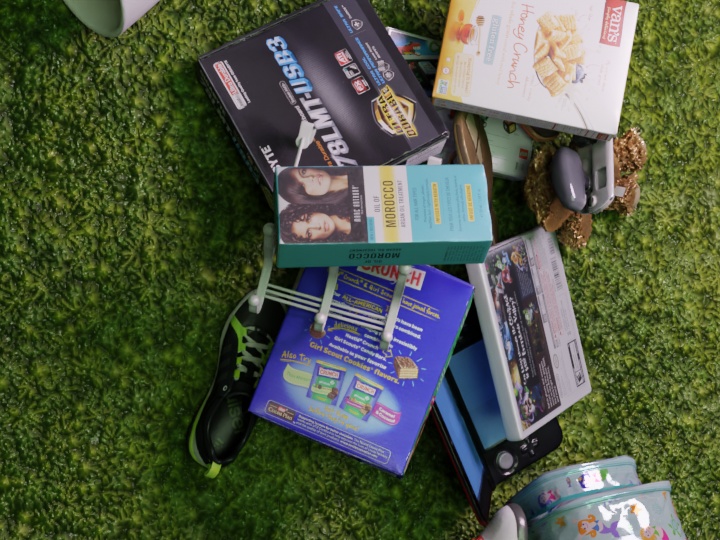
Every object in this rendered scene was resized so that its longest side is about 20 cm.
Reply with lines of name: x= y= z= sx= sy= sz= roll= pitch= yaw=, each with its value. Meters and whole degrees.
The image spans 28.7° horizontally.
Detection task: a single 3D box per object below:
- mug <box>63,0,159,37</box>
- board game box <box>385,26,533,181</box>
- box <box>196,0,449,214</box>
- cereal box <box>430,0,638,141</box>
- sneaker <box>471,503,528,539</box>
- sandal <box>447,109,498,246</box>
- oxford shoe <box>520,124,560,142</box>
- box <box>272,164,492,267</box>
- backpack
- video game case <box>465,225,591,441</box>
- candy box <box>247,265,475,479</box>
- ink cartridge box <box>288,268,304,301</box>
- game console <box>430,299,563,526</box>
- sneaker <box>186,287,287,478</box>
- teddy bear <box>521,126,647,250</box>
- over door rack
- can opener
mug: x=-0.230 y=-0.348 z=1.381 sx=0.153 sy=0.149 sz=0.188 roll=-37 pitch=109 yaw=-25
board game box: x=0.102 y=-0.182 z=1.560 sx=0.197 sy=0.035 sz=0.128 roll=12 pitch=85 yaw=-21
box: x=-0.040 y=-0.171 z=1.460 sx=0.197 sy=0.050 sz=0.202 roll=-26 pitch=77 yaw=-17
cereal box: x=0.182 y=-0.226 z=1.475 sx=0.197 sy=0.040 sz=0.146 roll=11 pitch=82 yaw=1
sneaker: x=0.104 y=0.339 z=1.516 sx=0.106 sy=0.067 sz=0.204 roll=11 pitch=111 yaw=-18
sandal: x=0.115 y=-0.079 z=1.533 sx=0.053 sy=0.081 sz=0.202 roll=0 pitch=122 yaw=17
oxford shoe: x=0.192 y=-0.240 z=1.538 sx=0.070 sy=0.072 sz=0.203 roll=-17 pitch=98 yaw=-23
box: x=0.019 y=-0.051 z=1.305 sx=0.197 sy=0.049 sz=0.083 roll=-1 pitch=64 yaw=-7
backpack: x=0.256 y=0.287 z=1.533 sx=0.175 sy=0.200 sz=0.153 roll=-6 pitch=72 yaw=-20
video game case: x=0.187 y=0.063 z=1.550 sx=0.181 sy=0.023 sz=0.203 roll=-21 pitch=99 yaw=-54
candy box: x=0.003 y=0.081 z=1.403 sx=0.167 sy=0.077 sz=0.202 roll=22 pitch=82 yaw=4
ink cartridge box: x=0.000 y=0.000 z=1.502 sx=0.115 sy=0.068 sz=0.202 roll=25 pitch=81 yaw=-16
game console: x=0.141 y=0.143 z=1.530 sx=0.171 sy=0.118 sz=0.202 roll=-26 pitch=99 yaw=-18
sneaker: x=-0.116 y=0.117 z=1.450 sx=0.071 sy=0.083 sz=0.203 roll=21 pitch=82 yaw=-20
teddy bear: x=0.252 y=-0.102 z=1.589 sx=0.199 sy=0.066 sz=0.147 roll=-31 pitch=130 yaw=-30
over door rack: x=-0.015 y=-0.040 z=1.354 sx=0.146 sy=0.067 sz=0.203 roll=16 pitch=77 yaw=2
can opener: x=0.238 y=-0.157 z=1.505 sx=0.066 sy=0.053 sz=0.203 roll=16 pitch=66 yaw=-34
